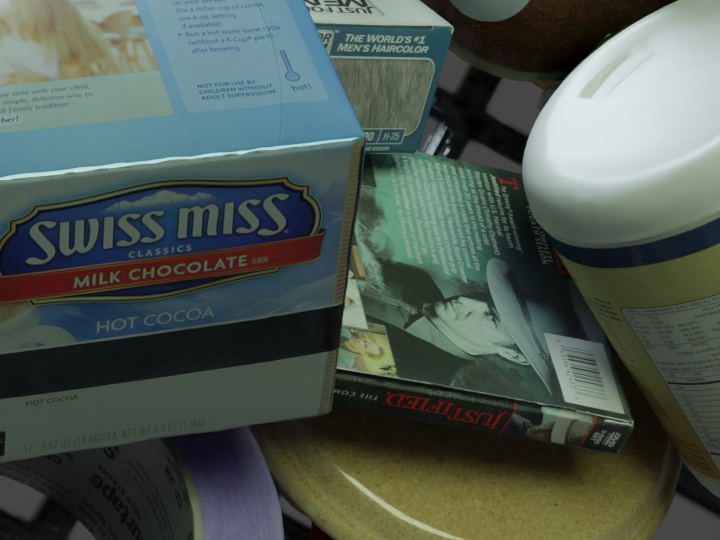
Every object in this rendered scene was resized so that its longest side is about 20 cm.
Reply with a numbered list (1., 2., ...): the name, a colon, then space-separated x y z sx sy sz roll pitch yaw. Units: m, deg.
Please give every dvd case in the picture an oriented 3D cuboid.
1. dvd case: 0.000 0.000 1.161 0.199 0.022 0.146 9 40 -21

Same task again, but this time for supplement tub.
1. supplement tub: 0.166 0.003 1.165 0.200 0.144 0.145 56 43 -27

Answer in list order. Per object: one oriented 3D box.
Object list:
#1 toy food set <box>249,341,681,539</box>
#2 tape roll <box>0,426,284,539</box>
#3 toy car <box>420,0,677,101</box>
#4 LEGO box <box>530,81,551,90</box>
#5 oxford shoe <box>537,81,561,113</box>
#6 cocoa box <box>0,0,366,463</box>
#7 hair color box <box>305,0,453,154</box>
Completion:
1. toy food set: 0.035 0.053 1.208 0.199 0.049 0.198 10 52 -17
2. tape roll: -0.133 0.105 1.074 0.199 0.085 0.200 12 52 -16
3. toy car: 0.106 -0.174 1.212 0.158 0.200 0.164 -37 78 -26
4. LEGO box: 0.133 -0.142 1.376 0.200 0.077 0.149 32 49 2
5. oxford shoe: 0.150 -0.011 1.298 0.200 0.075 0.058 40 86 11
6. cocoa box: -0.113 -0.027 1.022 0.199 0.131 0.134 -7 44 -16
7. hair color box: -0.061 -0.116 1.225 0.100 0.061 0.200 -2 29 -35
